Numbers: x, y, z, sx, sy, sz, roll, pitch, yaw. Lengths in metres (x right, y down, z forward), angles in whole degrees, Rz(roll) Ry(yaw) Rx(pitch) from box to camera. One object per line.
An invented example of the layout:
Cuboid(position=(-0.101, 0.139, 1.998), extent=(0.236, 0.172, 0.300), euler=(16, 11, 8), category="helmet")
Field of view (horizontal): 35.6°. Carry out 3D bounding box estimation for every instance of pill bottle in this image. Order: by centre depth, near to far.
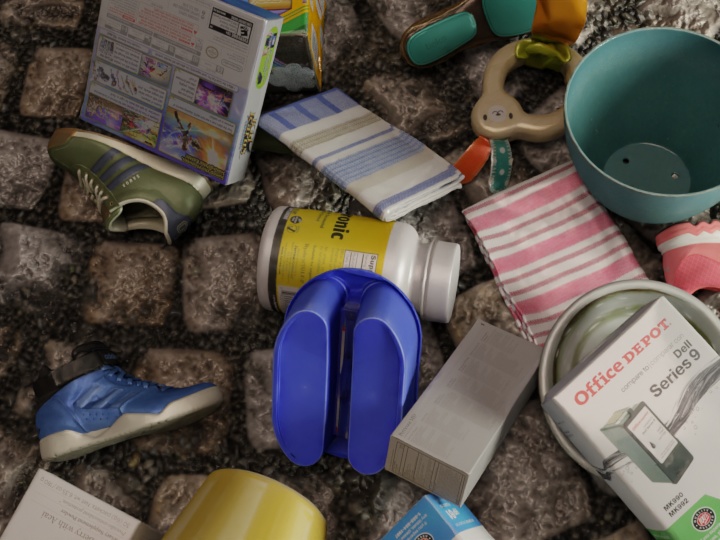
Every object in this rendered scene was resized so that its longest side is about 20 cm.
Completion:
Cuboid(position=(0.000, 0.000, 1.160), extent=(0.197, 0.112, 0.113), euler=(9, 70, 10), category="pill bottle")

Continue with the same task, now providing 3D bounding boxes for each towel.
Cuboid(position=(0.211, -0.012, 1.180), extent=(0.145, 0.030, 0.202), euler=(-24, 69, -3), category="towel")
Cuboid(position=(0.000, -0.127, 1.209), extent=(0.199, 0.024, 0.146), euler=(37, 40, 23), category="towel")

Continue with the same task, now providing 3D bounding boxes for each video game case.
Cuboid(position=(-0.194, -0.214, 1.193), extent=(0.198, 0.045, 0.183), euler=(25, 113, 16), category="video game case")

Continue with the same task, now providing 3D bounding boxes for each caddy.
Cuboid(position=(-0.013, 0.100, 1.095), extent=(0.139, 0.105, 0.203), euler=(7, 108, 9), category="caddy")

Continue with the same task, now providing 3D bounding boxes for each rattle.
Cuboid(position=(0.175, -0.191, 1.202), extent=(0.200, 0.143, 0.130), euler=(-42, 88, -16), category="rattle")

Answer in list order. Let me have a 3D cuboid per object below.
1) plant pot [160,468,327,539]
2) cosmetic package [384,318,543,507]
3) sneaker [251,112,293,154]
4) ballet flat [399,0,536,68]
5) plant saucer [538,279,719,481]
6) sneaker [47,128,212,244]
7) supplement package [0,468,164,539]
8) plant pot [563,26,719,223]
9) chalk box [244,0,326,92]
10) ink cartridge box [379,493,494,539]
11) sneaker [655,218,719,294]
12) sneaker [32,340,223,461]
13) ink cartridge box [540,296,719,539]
Cuboid(position=(-0.120, 0.298, 1.026), extent=(0.198, 0.202, 0.190), euler=(15, 55, 13), category="plant pot")
Cuboid(position=(0.105, 0.132, 1.074), extent=(0.082, 0.051, 0.200), euler=(25, 41, 18), category="cosmetic package")
Cuboid(position=(-0.166, -0.151, 1.272), extent=(0.198, 0.067, 0.091), euler=(22, 90, 8), category="sneaker")
Cuboid(position=(0.135, -0.288, 1.281), extent=(0.198, 0.068, 0.072), euler=(-24, 23, 2), category="ballet flat")
Cuboid(position=(0.272, 0.112, 1.103), extent=(0.197, 0.050, 0.203), euler=(0, 80, 3), category="plant saucer")
Cuboid(position=(-0.271, -0.090, 1.244), extent=(0.198, 0.067, 0.091), euler=(18, 66, 11), category="sneaker")
Cuboid(position=(-0.289, 0.315, 1.068), extent=(0.120, 0.120, 0.202), euler=(22, 73, 14), category="supplement package")
Cuboid(position=(0.304, -0.127, 1.152), extent=(0.197, 0.135, 0.203), euler=(-2, 62, 4), category="plant pot")
Cuboid(position=(-0.146, -0.286, 1.283), extent=(0.197, 0.125, 0.126), euler=(0, 69, 6), category="chalk box")
Cuboid(position=(0.087, 0.325, 1.016), extent=(0.145, 0.085, 0.200), euler=(-46, 70, 9), category="ink cartridge box")
Cuboid(position=(0.405, -0.007, 1.143), extent=(0.197, 0.074, 0.088), euler=(-4, 80, 11), category="sneaker")
Cuboid(position=(-0.246, 0.119, 1.162), extent=(0.197, 0.077, 0.113), euler=(-17, 77, 7), category="sneaker")
Cuboid(position=(0.284, 0.147, 1.028), extent=(0.146, 0.084, 0.200), euler=(-41, 81, -4), category="ink cartridge box")
